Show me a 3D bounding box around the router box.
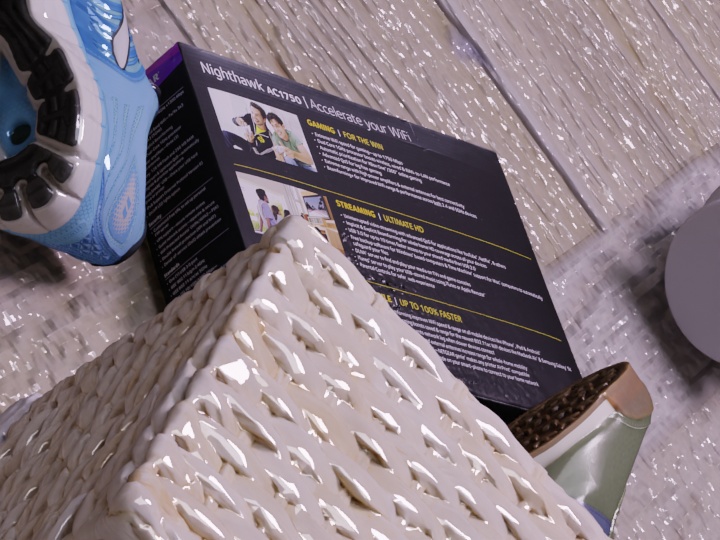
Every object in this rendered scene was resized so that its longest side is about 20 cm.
[{"bbox_3d":[0.000,0.000,1.141,0.200,0.051,0.149,17,45,-45],"label":"router box"}]

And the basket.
[{"bbox_3d":[-0.034,0.126,0.870,0.200,0.161,0.198,48,31,-12],"label":"basket"}]

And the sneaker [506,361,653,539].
[{"bbox_3d":[0.059,0.121,1.064,0.200,0.067,0.090,-38,99,-40],"label":"sneaker"}]

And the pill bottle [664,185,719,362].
[{"bbox_3d":[0.234,-0.008,1.405,0.200,0.109,0.109,-16,72,-56],"label":"pill bottle"}]

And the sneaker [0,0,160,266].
[{"bbox_3d":[-0.122,-0.083,1.066,0.090,0.078,0.200,45,30,-51],"label":"sneaker"}]
